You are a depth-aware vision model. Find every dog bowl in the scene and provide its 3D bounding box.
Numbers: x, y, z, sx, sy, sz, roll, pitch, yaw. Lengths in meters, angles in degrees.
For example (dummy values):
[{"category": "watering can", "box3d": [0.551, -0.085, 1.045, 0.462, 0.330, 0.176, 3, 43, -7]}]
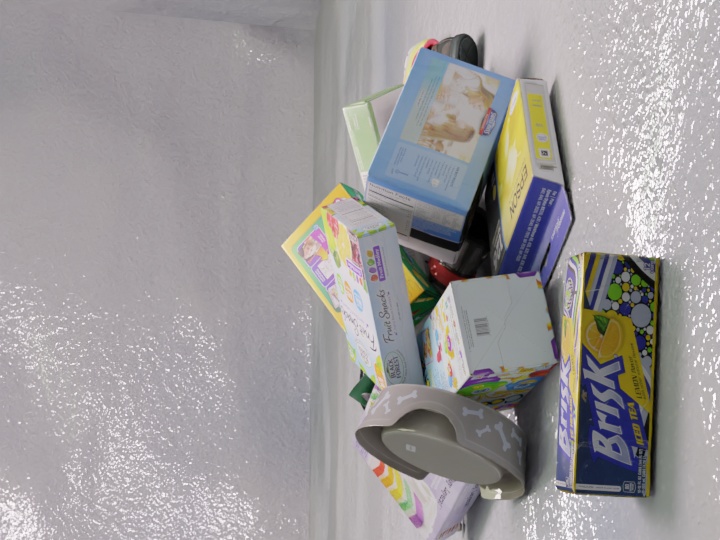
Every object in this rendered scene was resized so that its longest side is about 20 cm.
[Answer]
[{"category": "dog bowl", "box3d": [0.095, 0.190, 1.564, 0.200, 0.198, 0.059, 114, 178, -68]}]

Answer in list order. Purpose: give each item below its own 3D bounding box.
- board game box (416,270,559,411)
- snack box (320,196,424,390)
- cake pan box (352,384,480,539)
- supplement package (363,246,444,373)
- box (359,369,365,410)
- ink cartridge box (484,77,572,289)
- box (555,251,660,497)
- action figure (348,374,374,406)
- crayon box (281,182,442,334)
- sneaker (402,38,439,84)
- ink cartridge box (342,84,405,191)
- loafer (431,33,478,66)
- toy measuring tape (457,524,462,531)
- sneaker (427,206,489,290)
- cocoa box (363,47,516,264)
[{"category": "board game box", "box3d": [0.136, 0.088, 1.555, 0.200, 0.102, 0.106, 115, 146, -68]}, {"category": "snack box", "box3d": [0.013, 0.029, 1.644, 0.142, 0.052, 0.203, -138, 34, -66]}, {"category": "cake pan box", "box3d": [0.078, 0.227, 1.787, 0.185, 0.052, 0.201, 50, 145, 22]}, {"category": "supplement package", "box3d": [0.060, 0.034, 1.865, 0.117, 0.116, 0.203, 23, -127, -61]}, {"category": "box", "box3d": [0.033, 0.155, 2.533, 0.159, 0.045, 0.203, -140, 54, -80]}, {"category": "ink cartridge box", "box3d": [0.182, -0.074, 1.575, 0.199, 0.046, 0.202, 103, 169, -51]}, {"category": "box", "box3d": [0.209, 0.089, 1.194, 0.064, 0.069, 0.203, 137, 137, -82]}, {"category": "action figure", "box3d": [0.078, 0.111, 1.967, 0.201, 0.117, 0.055, -57, -27, -19]}, {"category": "crayon box", "box3d": [0.000, 0.000, 1.803, 0.119, 0.058, 0.201, -45, 62, 14]}, {"category": "sneaker", "box3d": [0.095, -0.270, 2.188, 0.090, 0.077, 0.203, 140, 134, -76]}, {"category": "ink cartridge box", "box3d": [0.068, -0.173, 1.841, 0.199, 0.048, 0.147, -31, -70, -49]}, {"category": "loafer", "box3d": [0.121, -0.228, 1.948, 0.062, 0.072, 0.203, -3, 72, 39]}, {"category": "toy measuring tape", "box3d": [0.111, 0.244, 1.840, 0.074, 0.072, 0.203, 157, 110, -81]}, {"category": "sneaker", "box3d": [0.137, -0.056, 1.813, 0.098, 0.070, 0.201, -60, 10, 31]}, {"category": "cocoa box", "box3d": [0.094, -0.139, 1.696, 0.132, 0.132, 0.202, 98, -167, -62]}]
